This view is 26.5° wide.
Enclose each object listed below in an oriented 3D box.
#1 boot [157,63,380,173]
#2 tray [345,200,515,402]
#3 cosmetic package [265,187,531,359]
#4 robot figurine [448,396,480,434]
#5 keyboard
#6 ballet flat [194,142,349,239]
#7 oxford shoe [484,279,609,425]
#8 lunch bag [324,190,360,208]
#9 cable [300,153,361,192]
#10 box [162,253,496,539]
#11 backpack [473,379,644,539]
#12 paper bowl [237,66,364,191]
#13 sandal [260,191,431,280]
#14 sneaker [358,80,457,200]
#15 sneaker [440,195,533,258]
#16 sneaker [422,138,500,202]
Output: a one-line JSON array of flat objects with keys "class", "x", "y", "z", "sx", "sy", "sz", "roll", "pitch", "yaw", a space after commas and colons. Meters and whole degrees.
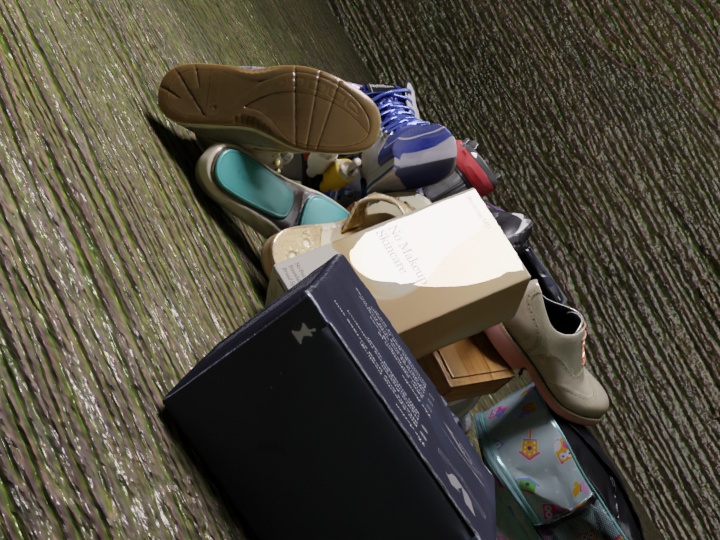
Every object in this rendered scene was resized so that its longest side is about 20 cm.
[{"class": "boot", "x": -0.070, "y": -0.128, "z": 1.382, "sx": 0.155, "sy": 0.198, "sz": 0.073, "roll": 57, "pitch": 43, "yaw": -75}, {"class": "tray", "x": 0.061, "y": 0.025, "z": 1.431, "sx": 0.098, "sy": 0.037, "sz": 0.201, "roll": -4, "pitch": 59, "yaw": -48}, {"class": "cosmetic package", "x": 0.031, "y": 0.018, "z": 1.280, "sx": 0.106, "sy": 0.198, "sz": 0.071, "roll": 57, "pitch": -24, "yaw": 22}, {"class": "robot figurine", "x": 0.071, "y": 0.087, "z": 1.543, "sx": 0.200, "sy": 0.112, "sz": 0.171, "roll": -79, "pitch": 149, "yaw": -78}, {"class": "keyboard", "x": 0.161, "y": 0.052, "z": 1.567, "sx": 0.105, "sy": 0.039, "sz": 0.200, "roll": 61, "pitch": -29, "yaw": 13}, {"class": "ballet flat", "x": -0.068, "y": -0.048, "z": 1.374, "sx": 0.199, "sy": 0.070, "sz": 0.070, "roll": 37, "pitch": 15, "yaw": -23}, {"class": "oxford shoe", "x": 0.193, "y": 0.081, "z": 1.454, "sx": 0.200, "sy": 0.074, "sz": 0.071, "roll": 41, "pitch": 23, "yaw": -40}, {"class": "lunch bag", "x": 0.034, "y": -0.028, "z": 1.711, "sx": 0.170, "sy": 0.123, "sz": 0.201, "roll": 48, "pitch": 19, "yaw": -36}, {"class": "cable", "x": -0.053, "y": -0.089, "z": 1.498, "sx": 0.097, "sy": 0.050, "sz": 0.200, "roll": 54, "pitch": -35, "yaw": 16}, {"class": "box", "x": -0.011, "y": 0.111, "z": 0.987, "sx": 0.198, "sy": 0.117, "sz": 0.200, "roll": 55, "pitch": 8, "yaw": -3}, {"class": "backpack", "x": 0.183, "y": 0.218, "z": 1.534, "sx": 0.176, "sy": 0.152, "sz": 0.202, "roll": -81, "pitch": 146, "yaw": -77}, {"class": "paper bowl", "x": -0.047, "y": -0.145, "z": 1.613, "sx": 0.198, "sy": 0.106, "sz": 0.201, "roll": 11, "pitch": 2, "yaw": 0}, {"class": "sandal", "x": 0.014, "y": -0.031, "z": 1.345, "sx": 0.210, "sy": 0.069, "sz": 0.078, "roll": -16, "pitch": 85, "yaw": -40}, {"class": "sneaker", "x": 0.027, "y": -0.128, "z": 1.446, "sx": 0.199, "sy": 0.080, "sz": 0.117, "roll": 143, "pitch": -64, "yaw": -78}, {"class": "sneaker", "x": 0.106, "y": -0.030, "z": 1.428, "sx": 0.087, "sy": 0.076, "sz": 0.200, "roll": 24, "pitch": 5, "yaw": 0}, {"class": "sneaker", "x": 0.074, "y": -0.094, "z": 1.623, "sx": 0.071, "sy": 0.098, "sz": 0.200, "roll": 52, "pitch": -5, "yaw": -15}]
